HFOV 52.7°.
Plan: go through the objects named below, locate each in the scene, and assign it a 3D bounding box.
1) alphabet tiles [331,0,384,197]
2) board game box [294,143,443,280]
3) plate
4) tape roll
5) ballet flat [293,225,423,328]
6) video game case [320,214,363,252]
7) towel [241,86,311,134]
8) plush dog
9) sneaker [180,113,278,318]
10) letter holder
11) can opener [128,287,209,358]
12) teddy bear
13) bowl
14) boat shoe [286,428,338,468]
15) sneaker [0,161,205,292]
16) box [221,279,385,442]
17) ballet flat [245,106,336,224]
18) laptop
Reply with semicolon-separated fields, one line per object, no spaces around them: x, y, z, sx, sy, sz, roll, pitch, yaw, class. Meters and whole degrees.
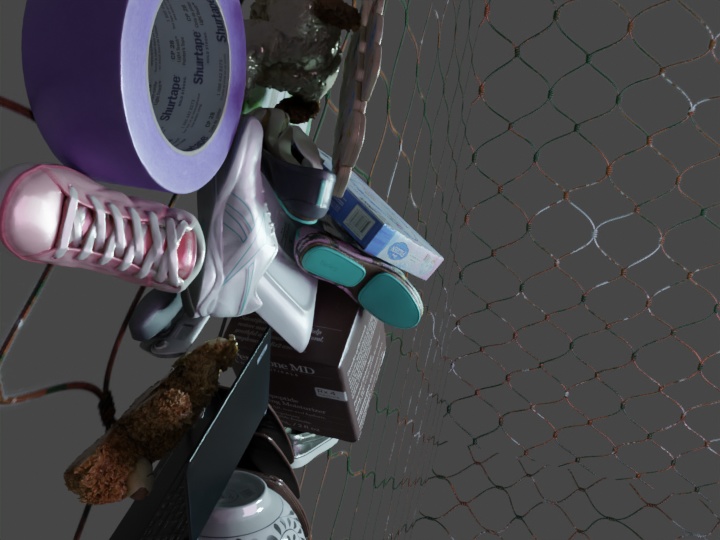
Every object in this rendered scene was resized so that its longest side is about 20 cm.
-0.009;-0.181;0.758;0.196;0.014;0.203;117;-19;-56;alphabet tiles
-0.005;-0.082;0.922;0.043;0.200;0.198;-49;153;10;board game box
-0.097;-0.037;0.854;0.200;0.032;0.202;51;33;-42;plate
-0.172;-0.168;0.592;0.200;0.084;0.203;9;90;-75;tape roll
0.000;0.000;0.884;0.069;0.199;0.072;-44;-146;24;ballet flat
-0.039;-0.033;1.067;0.183;0.022;0.201;54;-16;36;video game case
-0.108;-0.218;0.928;0.200;0.030;0.152;48;51;-69;towel
-0.066;-0.260;0.806;0.172;0.158;0.203;39;61;-80;plush dog
-0.120;-0.050;0.717;0.079;0.070;0.203;8;100;-33;sneaker
-0.123;0.245;0.915;0.201;0.140;0.102;79;25;-52;letter holder
-0.170;0.016;0.771;0.201;0.052;0.067;-63;156;-50;can opener
-0.182;0.141;0.685;0.144;0.067;0.200;-37;-170;32;teddy bear
-0.142;0.272;0.760;0.201;0.198;0.096;-31;125;-71;bowl
-0.082;0.268;1.228;0.200;0.070;0.065;-23;122;-71;boat shoe
-0.190;-0.031;0.572;0.200;0.103;0.077;28;74;-73;sneaker
-0.067;0.102;0.995;0.201;0.163;0.166;80;25;-50;box
-0.085;-0.127;0.757;0.072;0.200;0.074;-22;137;-23;ballet flat
-0.170;0.168;0.709;0.104;0.198;0.178;58;34;-23;laptop
